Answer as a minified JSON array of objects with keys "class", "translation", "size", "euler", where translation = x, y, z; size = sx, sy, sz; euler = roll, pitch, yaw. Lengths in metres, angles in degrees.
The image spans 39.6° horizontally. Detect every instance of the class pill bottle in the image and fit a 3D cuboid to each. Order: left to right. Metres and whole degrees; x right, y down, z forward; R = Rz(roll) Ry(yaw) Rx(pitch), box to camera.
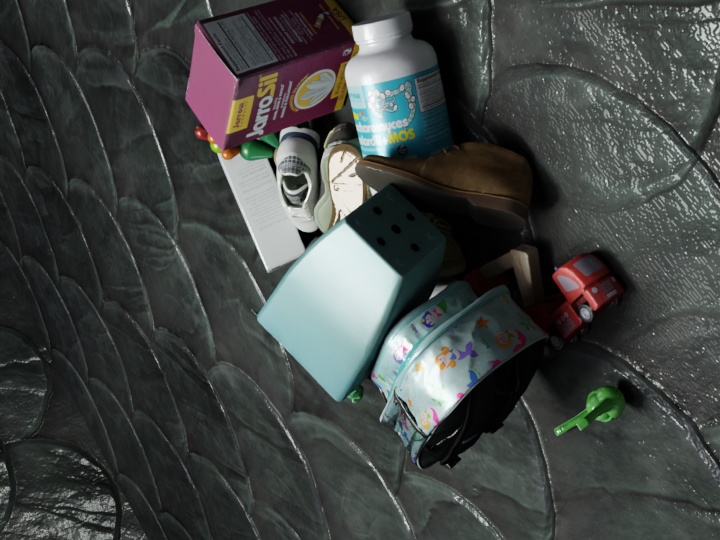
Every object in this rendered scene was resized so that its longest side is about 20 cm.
[{"class":"pill bottle","translation":[0.045,-0.189,1.157],"size":[0.110,0.110,0.204],"euler":[10,118,54]}]

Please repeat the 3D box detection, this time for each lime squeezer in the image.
[{"class":"lime squeezer","translation":[0.259,0.160,1.107],"size":[0.038,0.071,0.200],"euler":[40,174,9]}]

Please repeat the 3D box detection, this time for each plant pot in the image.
[{"class":"plant pot","translation":[0.004,0.012,1.121],"size":[0.141,0.141,0.201],"euler":[43,138,9]}]

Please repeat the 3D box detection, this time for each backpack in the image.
[{"class":"backpack","translation":[0.109,0.104,1.091],"size":[0.151,0.176,0.201],"euler":[52,155,16]}]

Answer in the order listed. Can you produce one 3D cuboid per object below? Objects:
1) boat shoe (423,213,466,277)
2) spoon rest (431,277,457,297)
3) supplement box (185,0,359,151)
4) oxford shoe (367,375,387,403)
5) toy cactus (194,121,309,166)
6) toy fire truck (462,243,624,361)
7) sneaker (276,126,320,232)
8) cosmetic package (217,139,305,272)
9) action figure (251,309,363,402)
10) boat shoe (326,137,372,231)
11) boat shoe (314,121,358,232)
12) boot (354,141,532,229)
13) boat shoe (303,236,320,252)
[{"class":"boat shoe","translation":[0.063,-0.060,1.258],"size":[0.201,0.072,0.064],"euler":[47,143,45]},{"class":"spoon rest","translation":[0.054,0.053,1.275],"size":[0.196,0.062,0.100],"euler":[-8,141,22]},{"class":"supplement box","translation":[-0.109,-0.257,1.266],"size":[0.104,0.198,0.132],"euler":[53,148,20]},{"class":"oxford shoe","translation":[0.027,0.106,1.410],"size":[0.203,0.083,0.073],"euler":[63,151,9]},{"class":"toy cactus","translation":[-0.124,-0.192,1.427],"size":[0.197,0.103,0.165],"euler":[-24,128,25]},{"class":"toy fire truck","translation":[0.197,0.023,1.121],"size":[0.142,0.048,0.201],"euler":[56,148,16]},{"class":"sneaker","translation":[-0.088,-0.109,1.403],"size":[0.201,0.075,0.082],"euler":[81,-170,-56]},{"class":"cosmetic package","translation":[-0.151,-0.104,1.530],"size":[0.102,0.073,0.203],"euler":[173,73,-85]},{"class":"action figure","translation":[-0.054,0.114,1.400],"size":[0.117,0.055,0.201],"euler":[-2,132,47]},{"class":"boat shoe","translation":[-0.002,-0.063,1.249],"size":[0.070,0.064,0.204],"euler":[12,113,23]},{"class":"boat shoe","translation":[-0.023,-0.118,1.363],"size":[0.202,0.070,0.062],"euler":[99,-178,-58]},{"class":"boot","translation":[0.093,-0.105,1.099],"size":[0.196,0.077,0.074],"euler":[14,165,7]},{"class":"boat shoe","translation":[-0.080,0.021,1.449],"size":[0.200,0.059,0.075],"euler":[-47,47,41]}]
